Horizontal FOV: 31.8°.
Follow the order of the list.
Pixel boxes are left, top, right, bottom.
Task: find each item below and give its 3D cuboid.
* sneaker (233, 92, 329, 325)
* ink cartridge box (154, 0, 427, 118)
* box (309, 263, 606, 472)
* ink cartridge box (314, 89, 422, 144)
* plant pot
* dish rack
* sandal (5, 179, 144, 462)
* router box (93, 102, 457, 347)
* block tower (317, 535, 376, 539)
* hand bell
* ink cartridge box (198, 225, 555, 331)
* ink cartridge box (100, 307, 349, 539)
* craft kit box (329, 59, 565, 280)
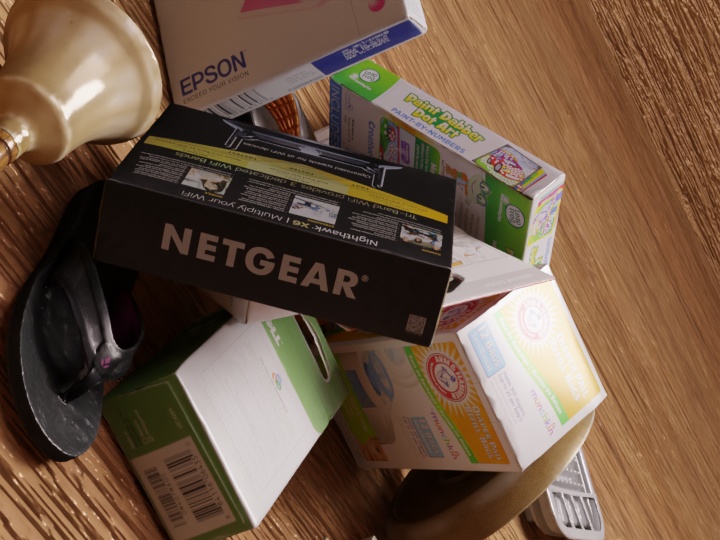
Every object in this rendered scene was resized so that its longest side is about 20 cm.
[{"bbox_3d":[-0.046,-0.057,0.999,0.092,0.075,0.202,2,74,-78],"label":"sneaker"},{"bbox_3d":[-0.066,-0.230,0.935,0.043,0.195,0.202,20,52,-63],"label":"ink cartridge box"},{"bbox_3d":[0.065,0.075,0.937,0.101,0.199,0.113,-33,103,-33],"label":"box"},{"bbox_3d":[0.042,-0.055,1.178,0.202,0.083,0.145,67,22,-5],"label":"ink cartridge box"},{"bbox_3d":[0.092,0.149,0.973,0.028,0.199,0.200,51,25,-9],"label":"plant pot"},{"bbox_3d":[0.202,0.200,1.380,0.171,0.043,0.202,24,49,-59],"label":"dish rack"},{"bbox_3d":[-0.151,0.016,0.716,0.075,0.048,0.202,52,27,-36],"label":"sandal"},{"bbox_3d":[-0.042,-0.033,0.761,0.158,0.198,0.053,-75,180,-67],"label":"router box"},{"bbox_3d":[0.019,0.280,0.868,0.202,0.057,0.054,64,22,-8],"label":"block tower"},{"bbox_3d":[-0.194,-0.061,0.665,0.105,0.103,0.201,58,36,-24],"label":"hand bell"},{"bbox_3d":[0.000,0.000,0.836,0.199,0.176,0.045,-11,124,-43],"label":"ink cartridge box"},{"bbox_3d":[-0.079,0.082,0.811,0.105,0.059,0.200,64,23,-10],"label":"ink cartridge box"},{"bbox_3d":[0.057,-0.036,0.981,0.048,0.197,0.201,-34,146,-30],"label":"craft kit box"}]
